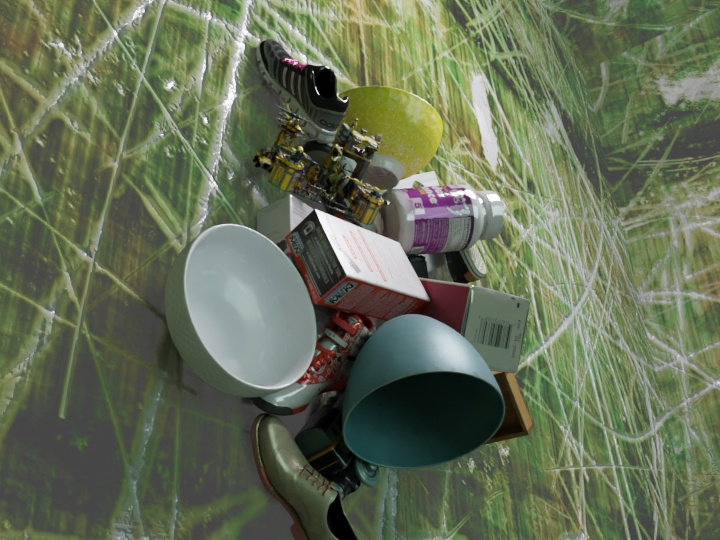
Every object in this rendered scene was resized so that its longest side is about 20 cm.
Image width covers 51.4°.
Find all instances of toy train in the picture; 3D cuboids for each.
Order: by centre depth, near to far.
[{"bbox_3d":[-0.011,0.219,1.008,0.115,0.085,0.200,55,31,-5],"label":"toy train"}]

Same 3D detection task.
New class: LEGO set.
[{"bbox_3d":[-0.041,-0.164,1.063,0.198,0.117,0.154,23,18,-17],"label":"LEGO set"}]

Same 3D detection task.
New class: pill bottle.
[{"bbox_3d":[0.135,-0.087,1.255,0.197,0.112,0.114,-6,74,-21],"label":"pill bottle"}]

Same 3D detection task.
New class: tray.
[{"bbox_3d":[0.156,0.221,1.154,0.037,0.198,0.100,-24,92,-59],"label":"tray"}]

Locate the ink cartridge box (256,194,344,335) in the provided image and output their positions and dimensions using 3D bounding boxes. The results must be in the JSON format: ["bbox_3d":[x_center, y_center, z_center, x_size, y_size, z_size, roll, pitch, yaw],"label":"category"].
[{"bbox_3d":[-0.081,0.015,1.023,0.115,0.067,0.203,29,49,-47],"label":"ink cartridge box"}]

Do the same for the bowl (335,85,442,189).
[{"bbox_3d":[0.032,-0.199,1.231,0.199,0.198,0.109,33,59,-45],"label":"bowl"}]

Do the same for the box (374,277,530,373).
[{"bbox_3d":[0.130,0.075,1.104,0.127,0.199,0.111,13,87,-35],"label":"box"}]

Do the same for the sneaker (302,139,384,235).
[{"bbox_3d":[-0.031,-0.117,1.185,0.201,0.073,0.080,57,38,-19],"label":"sneaker"}]

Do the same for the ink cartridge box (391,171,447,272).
[{"bbox_3d":[0.111,-0.087,1.386,0.199,0.043,0.176,-21,90,-59],"label":"ink cartridge box"}]

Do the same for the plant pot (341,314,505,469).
[{"bbox_3d":[0.068,0.136,0.939,0.200,0.199,0.136,41,26,-38],"label":"plant pot"}]

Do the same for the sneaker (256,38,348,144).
[{"bbox_3d":[-0.084,-0.295,1.154,0.073,0.087,0.201,-11,61,-54],"label":"sneaker"}]

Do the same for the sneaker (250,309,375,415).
[{"bbox_3d":[-0.055,0.108,0.950,0.200,0.067,0.109,-9,124,-53],"label":"sneaker"}]

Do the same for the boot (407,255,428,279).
[{"bbox_3d":[0.103,0.055,1.265,0.197,0.073,0.165,-11,94,-50],"label":"boot"}]

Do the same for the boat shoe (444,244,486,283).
[{"bbox_3d":[0.165,-0.060,1.362,0.074,0.062,0.202,17,45,-47],"label":"boat shoe"}]

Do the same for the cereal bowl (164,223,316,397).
[{"bbox_3d":[-0.147,0.054,0.866,0.199,0.083,0.202,30,46,-36],"label":"cereal bowl"}]

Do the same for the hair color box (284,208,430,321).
[{"bbox_3d":[0.000,0.000,1.007,0.199,0.064,0.112,20,37,-52],"label":"hair color box"}]

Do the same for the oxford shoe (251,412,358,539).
[{"bbox_3d":[-0.063,0.256,0.900,0.202,0.073,0.071,63,32,-11],"label":"oxford shoe"}]
